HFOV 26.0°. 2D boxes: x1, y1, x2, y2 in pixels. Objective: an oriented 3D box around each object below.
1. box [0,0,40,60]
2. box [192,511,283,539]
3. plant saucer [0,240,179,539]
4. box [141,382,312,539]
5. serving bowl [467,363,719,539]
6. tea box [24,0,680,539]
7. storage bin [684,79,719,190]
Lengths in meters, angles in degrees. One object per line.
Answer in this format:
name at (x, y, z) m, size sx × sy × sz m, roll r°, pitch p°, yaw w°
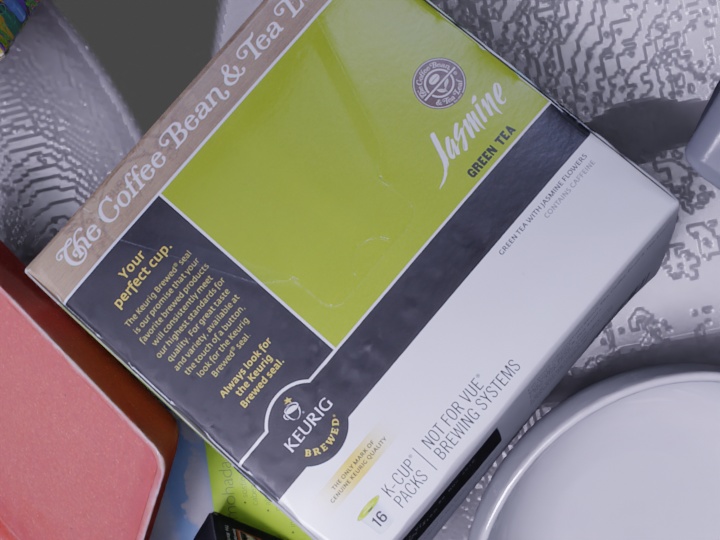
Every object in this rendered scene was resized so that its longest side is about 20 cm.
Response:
box at (-0.241, -0.173, 0.698) m, size 0.121 × 0.200 × 0.193 m, roll -30°, pitch 111°, yaw 14°
box at (0.000, 0.202, 0.700) m, size 0.160 × 0.200 × 0.049 m, roll 28°, pitch 104°, yaw -19°
plant saucer at (-0.163, 0.078, 0.742) m, size 0.199 × 0.037 × 0.201 m, roll 42°, pitch 136°, yaw 21°
box at (-0.079, 0.081, 0.802) m, size 0.198 × 0.048 × 0.123 m, roll -6°, pitch 96°, yaw 13°
serving bowl at (0.137, 0.133, 0.738) m, size 0.198 × 0.066 × 0.203 m, roll -3°, pitch 106°, yaw -12°
tea box at (0.000, 0.000, 0.692) m, size 0.196 × 0.134 × 0.200 m, roll 41°, pitch 84°, yaw 13°
storage bin at (0.219, -0.087, 0.652) m, size 0.145 × 0.200 × 0.135 m, roll 34°, pitch 114°, yaw 5°
